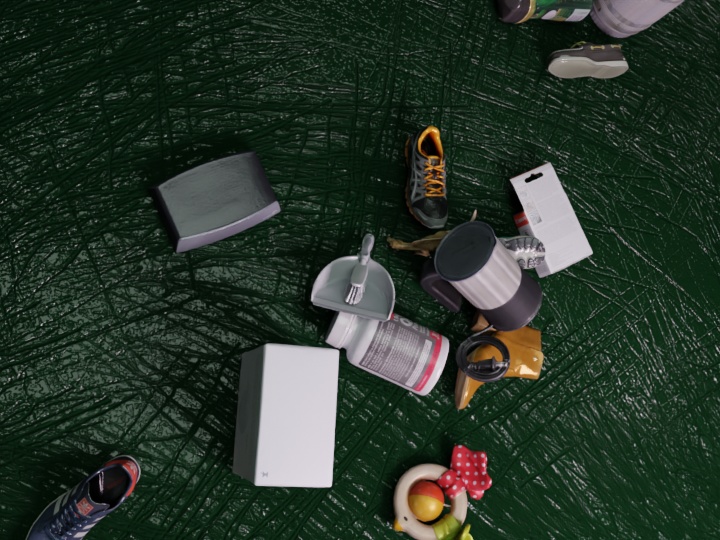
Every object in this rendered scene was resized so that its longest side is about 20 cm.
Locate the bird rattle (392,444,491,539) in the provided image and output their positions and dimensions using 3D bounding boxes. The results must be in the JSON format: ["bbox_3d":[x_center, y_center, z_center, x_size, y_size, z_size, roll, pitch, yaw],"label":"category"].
[{"bbox_3d":[0.139,0.396,1.244,0.161,0.113,0.202,13,73,2],"label":"bird rattle"}]

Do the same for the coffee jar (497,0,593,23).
[{"bbox_3d":[0.379,-0.572,1.503,0.198,0.085,0.105,-8,86,-20],"label":"coffee jar"}]

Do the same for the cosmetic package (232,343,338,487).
[{"bbox_3d":[-0.120,0.226,1.133,0.122,0.200,0.202,6,79,-16],"label":"cosmetic package"}]

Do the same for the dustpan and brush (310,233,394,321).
[{"bbox_3d":[0.000,0.000,1.260,0.138,0.200,0.058,13,119,2],"label":"dustpan and brush"}]

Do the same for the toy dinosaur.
[{"bbox_3d":[0.144,-0.051,1.298,0.101,0.199,0.059,10,71,-51],"label":"toy dinosaur"}]

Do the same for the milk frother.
[{"bbox_3d":[0.204,0.059,1.239,0.188,0.180,0.201,40,31,-40],"label":"milk frother"}]

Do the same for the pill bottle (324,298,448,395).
[{"bbox_3d":[0.043,0.127,1.248,0.199,0.111,0.112,25,73,-6],"label":"pill bottle"}]

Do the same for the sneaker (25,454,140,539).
[{"bbox_3d":[-0.416,0.355,1.074,0.075,0.084,0.200,46,70,-5],"label":"sneaker"}]

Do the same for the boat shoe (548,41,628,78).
[{"bbox_3d":[0.473,-0.447,1.522,0.199,0.072,0.061,-4,77,-26],"label":"boat shoe"}]

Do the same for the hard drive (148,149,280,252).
[{"bbox_3d":[-0.247,-0.125,1.240,0.199,0.042,0.136,-24,88,-20],"label":"hard drive"}]

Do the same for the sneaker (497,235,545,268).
[{"bbox_3d":[0.248,-0.033,1.369,0.198,0.080,0.078,5,95,2],"label":"sneaker"}]

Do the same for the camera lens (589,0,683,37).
[{"bbox_3d":[0.595,-0.603,1.517,0.158,0.200,0.162,3,79,-17],"label":"camera lens"}]

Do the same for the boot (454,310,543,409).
[{"bbox_3d":[0.260,0.179,1.329,0.143,0.071,0.203,21,67,-5],"label":"boot"}]

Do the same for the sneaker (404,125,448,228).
[{"bbox_3d":[0.126,-0.175,1.340,0.077,0.077,0.202,-4,73,-20],"label":"sneaker"}]

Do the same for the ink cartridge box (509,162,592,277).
[{"bbox_3d":[0.367,-0.100,1.432,0.108,0.050,0.202,-23,87,-20],"label":"ink cartridge box"}]
